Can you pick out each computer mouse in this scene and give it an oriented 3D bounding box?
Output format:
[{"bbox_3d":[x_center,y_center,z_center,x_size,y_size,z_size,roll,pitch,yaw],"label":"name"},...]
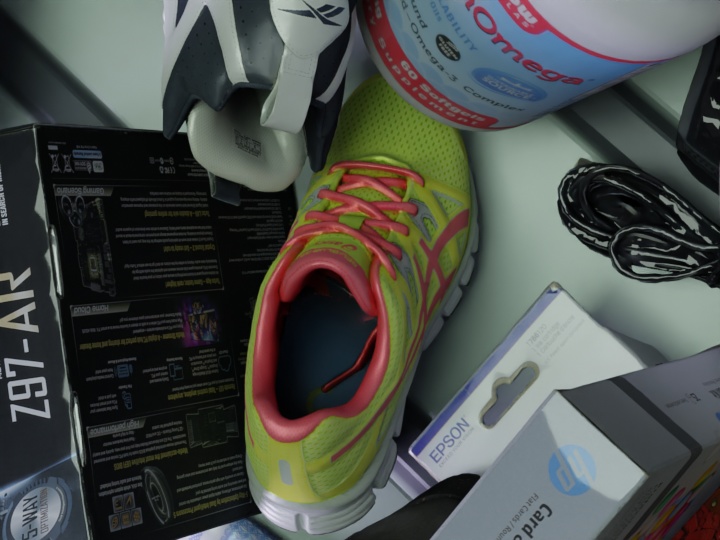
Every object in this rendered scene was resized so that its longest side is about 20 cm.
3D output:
[{"bbox_3d":[0.168,-0.079,0.740,0.138,0.053,0.201,27,115,20],"label":"computer mouse"}]

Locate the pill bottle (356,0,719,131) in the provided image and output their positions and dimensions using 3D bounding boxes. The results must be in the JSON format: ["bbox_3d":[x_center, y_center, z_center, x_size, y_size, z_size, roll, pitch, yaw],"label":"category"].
[{"bbox_3d":[0.080,-0.121,0.689,0.200,0.108,0.110,160,100,-68],"label":"pill bottle"}]

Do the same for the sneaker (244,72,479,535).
[{"bbox_3d":[0.000,0.000,0.766,0.078,0.090,0.201,7,66,12],"label":"sneaker"}]

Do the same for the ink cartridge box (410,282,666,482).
[{"bbox_3d":[0.122,0.106,0.761,0.200,0.039,0.100,46,109,15],"label":"ink cartridge box"}]

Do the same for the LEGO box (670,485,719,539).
[{"bbox_3d":[0.170,0.184,0.671,0.199,0.077,0.149,34,108,-19],"label":"LEGO box"}]

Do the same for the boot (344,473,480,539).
[{"bbox_3d":[-0.033,0.154,0.754,0.070,0.131,0.200,50,124,12],"label":"boot"}]

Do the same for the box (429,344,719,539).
[{"bbox_3d":[0.064,0.100,0.648,0.041,0.200,0.156,43,107,16],"label":"box"}]

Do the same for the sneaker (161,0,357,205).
[{"bbox_3d":[-0.056,-0.092,0.779,0.199,0.079,0.131,6,85,59],"label":"sneaker"}]

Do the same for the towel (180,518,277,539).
[{"bbox_3d":[-0.095,0.169,0.882,0.199,0.024,0.148,36,105,20],"label":"towel"}]

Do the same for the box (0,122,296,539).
[{"bbox_3d":[-0.081,0.026,0.774,0.043,0.200,0.162,-9,89,25],"label":"box"}]
